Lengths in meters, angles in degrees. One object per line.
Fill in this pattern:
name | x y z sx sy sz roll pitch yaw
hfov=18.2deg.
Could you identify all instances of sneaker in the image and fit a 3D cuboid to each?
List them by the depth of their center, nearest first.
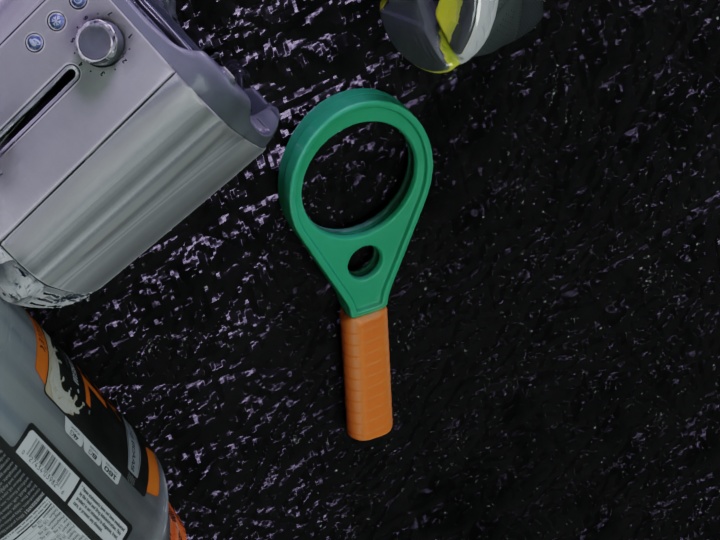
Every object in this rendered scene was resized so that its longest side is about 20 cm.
sneaker | 0.061 -0.191 1.028 0.085 0.074 0.201 -14 124 -54

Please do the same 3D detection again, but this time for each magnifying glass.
magnifying glass | 0.000 0.000 1.135 0.079 0.022 0.201 -18 125 -21

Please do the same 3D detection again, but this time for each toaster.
toaster | -0.116 -0.060 0.940 0.129 0.200 0.114 -42 87 3

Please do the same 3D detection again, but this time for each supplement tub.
supplement tub | -0.168 0.090 1.020 0.122 0.123 0.200 -39 132 -4
